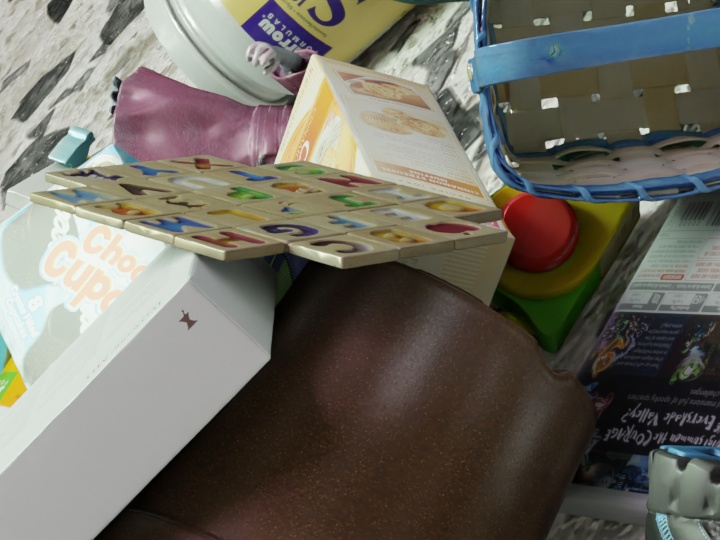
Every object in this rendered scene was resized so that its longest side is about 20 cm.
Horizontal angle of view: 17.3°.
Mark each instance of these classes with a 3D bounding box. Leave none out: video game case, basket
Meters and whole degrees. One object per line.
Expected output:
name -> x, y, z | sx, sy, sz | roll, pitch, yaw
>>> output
video game case -> 0.172, 0.035, 1.047 | 0.200, 0.023, 0.182 | 1, 55, 59
basket -> 0.135, -0.102, 1.082 | 0.176, 0.139, 0.200 | -7, -2, -1

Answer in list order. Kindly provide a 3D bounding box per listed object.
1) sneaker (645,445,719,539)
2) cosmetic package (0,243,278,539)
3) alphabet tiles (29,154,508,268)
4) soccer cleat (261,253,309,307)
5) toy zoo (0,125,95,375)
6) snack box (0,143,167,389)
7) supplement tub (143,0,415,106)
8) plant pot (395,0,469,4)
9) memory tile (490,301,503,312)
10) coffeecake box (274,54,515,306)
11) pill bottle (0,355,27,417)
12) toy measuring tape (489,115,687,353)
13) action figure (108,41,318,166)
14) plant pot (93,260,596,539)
sneaker -> 0.181, 0.122, 0.873 | 0.200, 0.073, 0.082 | 15, 99, 57
cosmetic package -> -0.120, 0.072, 1.000 | 0.200, 0.052, 0.151 | -45, 7, 9
alphabet tiles -> -0.041, -0.029, 1.043 | 0.200, 0.166, 0.006 | 16, 108, 44
soccer cleat -> -0.074, 0.048, 1.156 | 0.084, 0.065, 0.200 | -64, 2, -39
toy zoo -> -0.192, 0.005, 1.507 | 0.131, 0.020, 0.200 | -21, -53, -61
snack box -> -0.141, 0.039, 1.366 | 0.116, 0.037, 0.200 | -35, 64, 11
supplement tub -> -0.035, -0.211, 1.601 | 0.200, 0.145, 0.146 | -40, 26, 22
plant pot -> 0.091, -0.254, 1.397 | 0.161, 0.201, 0.201 | 12, 65, 49
memory tile -> 0.010, 0.054, 1.303 | 0.200, 0.017, 0.153 | -37, 27, 29
coffeecake box -> 0.000, 0.000, 1.221 | 0.200, 0.073, 0.154 | -113, 40, -62
pill bottle -> -0.170, 0.086, 1.448 | 0.111, 0.111, 0.200 | -7, 48, 56
toy measuring tape -> 0.109, -0.042, 1.199 | 0.200, 0.074, 0.074 | -58, 25, -15
action figure -> -0.057, -0.067, 1.457 | 0.149, 0.200, 0.134 | 35, -125, -86
plant pot -> -0.006, 0.112, 1.024 | 0.198, 0.200, 0.200 | -58, 25, -17
